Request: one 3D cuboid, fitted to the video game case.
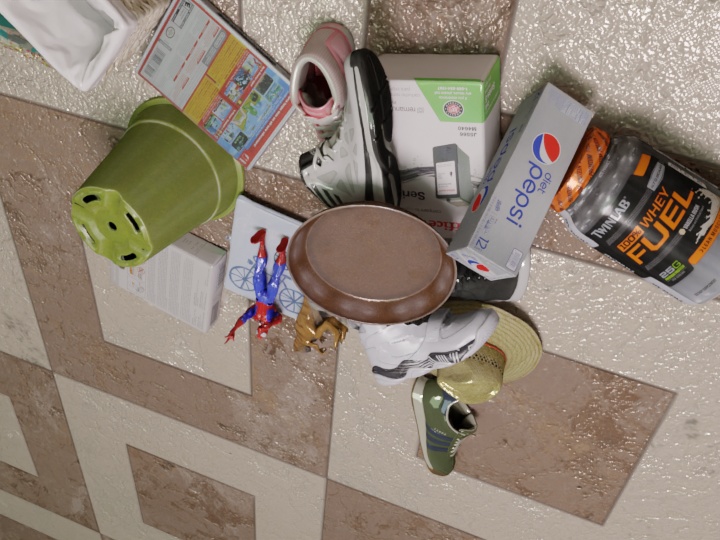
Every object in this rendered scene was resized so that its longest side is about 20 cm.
[{"bbox_3d":[-0.183,-0.246,0.895,0.200,0.017,0.143,41,123,-8],"label":"video game case"}]

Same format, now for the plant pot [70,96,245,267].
[{"bbox_3d":[-0.292,-0.108,0.951,0.198,0.191,0.202,13,129,16],"label":"plant pot"}]

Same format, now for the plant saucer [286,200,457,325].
[{"bbox_3d":[0.014,-0.011,0.803,0.197,0.035,0.202,6,139,5],"label":"plant saucer"}]

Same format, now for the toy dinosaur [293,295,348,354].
[{"bbox_3d":[-0.074,0.075,1.048,0.105,0.061,0.202,19,131,12],"label":"toy dinosaur"}]

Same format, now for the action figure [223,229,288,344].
[{"bbox_3d":[-0.155,0.048,1.043,0.065,0.099,0.202,20,134,10],"label":"action figure"}]

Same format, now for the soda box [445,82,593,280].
[{"bbox_3d":[0.169,-0.092,0.735,0.063,0.202,0.068,29,170,-9],"label":"soda box"}]

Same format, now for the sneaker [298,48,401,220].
[{"bbox_3d":[-0.024,-0.140,0.755,0.114,0.076,0.202,4,130,17],"label":"sneaker"}]

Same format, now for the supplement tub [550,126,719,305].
[{"bbox_3d":[0.308,-0.062,0.744,0.199,0.123,0.123,31,132,0],"label":"supplement tub"}]

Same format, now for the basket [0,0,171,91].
[{"bbox_3d":[-0.349,-0.349,0.838,0.200,0.124,0.135,46,130,-14],"label":"basket"}]

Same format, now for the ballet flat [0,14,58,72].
[{"bbox_3d":[-0.428,-0.313,0.953,0.198,0.076,0.064,29,163,8],"label":"ballet flat"}]

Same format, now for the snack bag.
[{"bbox_3d":[-0.121,-0.011,1.056,0.187,0.021,0.201,23,132,7],"label":"snack bag"}]

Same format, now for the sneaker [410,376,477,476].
[{"bbox_3d":[0.144,0.258,1.102,0.089,0.067,0.202,2,123,30],"label":"sneaker"}]

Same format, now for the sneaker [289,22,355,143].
[{"bbox_3d":[-0.037,-0.182,0.831,0.074,0.105,0.202,3,127,19],"label":"sneaker"}]

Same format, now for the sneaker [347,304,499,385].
[{"bbox_3d":[0.075,0.070,0.897,0.199,0.075,0.116,-28,103,31],"label":"sneaker"}]

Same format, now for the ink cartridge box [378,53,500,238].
[{"bbox_3d":[0.087,-0.143,0.813,0.144,0.084,0.202,7,128,22],"label":"ink cartridge box"}]

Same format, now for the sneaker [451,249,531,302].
[{"bbox_3d":[0.139,0.001,0.840,0.098,0.072,0.200,6,169,-5],"label":"sneaker"}]

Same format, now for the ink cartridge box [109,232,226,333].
[{"bbox_3d":[-0.323,-0.003,1.147,0.198,0.050,0.162,27,132,10],"label":"ink cartridge box"}]

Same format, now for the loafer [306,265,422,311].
[{"bbox_3d":[0.000,0.000,0.895,0.198,0.070,0.070,-22,124,33],"label":"loafer"}]

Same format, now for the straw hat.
[{"bbox_3d":[0.155,0.138,0.966,0.198,0.086,0.203,7,137,7],"label":"straw hat"}]
